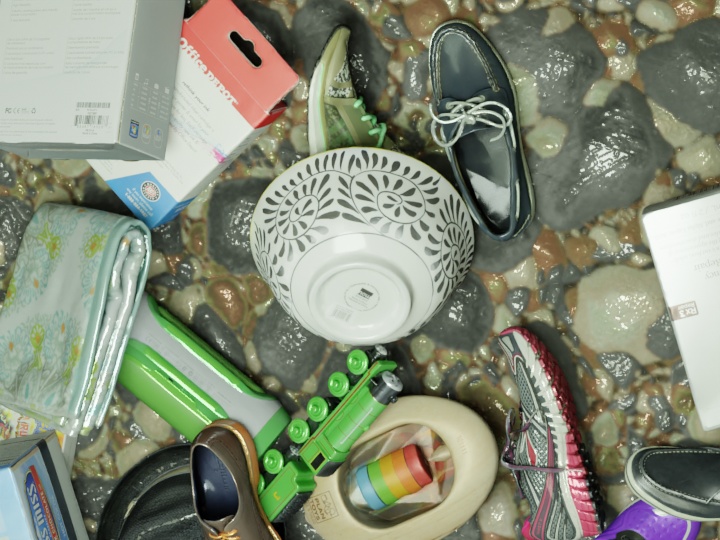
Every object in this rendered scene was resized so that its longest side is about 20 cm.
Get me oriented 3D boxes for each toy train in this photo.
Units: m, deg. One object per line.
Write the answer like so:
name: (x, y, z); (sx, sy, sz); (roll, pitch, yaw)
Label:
toy train: (-0.032, 0.149, 1.683); (0.200, 0.042, 0.056); (-50, 62, 23)

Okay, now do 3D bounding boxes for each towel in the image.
towel: (-0.270, 0.040, 1.706); (0.171, 0.048, 0.200); (12, 84, 48)

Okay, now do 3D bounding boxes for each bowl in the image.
bowl: (0.000, 0.000, 1.642); (0.201, 0.094, 0.201); (1, 127, 1)

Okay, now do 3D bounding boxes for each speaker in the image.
speaker: (-0.162, 0.102, 1.743); (0.200, 0.088, 0.088); (39, 105, 3)

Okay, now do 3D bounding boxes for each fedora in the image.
fedora: (-0.169, 0.265, 1.767); (0.200, 0.092, 0.201); (2, 100, 12)

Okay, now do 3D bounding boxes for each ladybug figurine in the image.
ladybug figurine: (0.038, 0.185, 1.716); (0.200, 0.072, 0.136); (-23, 85, 19)

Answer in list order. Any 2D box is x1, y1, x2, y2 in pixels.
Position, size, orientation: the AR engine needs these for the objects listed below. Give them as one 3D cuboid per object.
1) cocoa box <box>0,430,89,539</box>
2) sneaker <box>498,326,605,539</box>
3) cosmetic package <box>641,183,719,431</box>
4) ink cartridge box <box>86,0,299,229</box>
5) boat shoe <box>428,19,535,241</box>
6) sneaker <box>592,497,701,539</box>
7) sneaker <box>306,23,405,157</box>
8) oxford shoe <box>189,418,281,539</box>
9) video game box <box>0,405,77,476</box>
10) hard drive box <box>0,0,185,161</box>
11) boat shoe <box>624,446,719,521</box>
cocoa box: (-0.333, 0.268, 1.739); (0.133, 0.131, 0.200); (-13, 98, 11)
sneaker: (0.157, 0.148, 1.678); (0.075, 0.081, 0.200); (-16, 89, 13)
cosmetic package: (0.319, 0.028, 1.635); (0.102, 0.074, 0.200); (-17, 94, 15)
ink cartridge box: (-0.152, -0.147, 1.706); (0.200, 0.067, 0.116); (-42, 88, 16)
boat shoe: (0.102, -0.122, 1.659); (0.075, 0.062, 0.200); (-10, 97, 15)
sneaker: (0.222, 0.274, 1.682); (0.200, 0.100, 0.070); (-38, 92, 16)
sneaker: (-0.003, -0.121, 1.685); (0.089, 0.077, 0.200); (2, 107, 2)
oxford shoe: (-0.116, 0.236, 1.670); (0.071, 0.073, 0.200); (-16, 93, 17)
video game box: (-0.370, 0.180, 1.822); (0.182, 0.047, 0.200); (13, 102, 7)
hard drive box: (-0.242, -0.201, 1.662); (0.156, 0.077, 0.200); (4, 83, 29)
boat shoe: (0.333, 0.186, 1.651); (0.200, 0.075, 0.062); (13, 141, 5)
